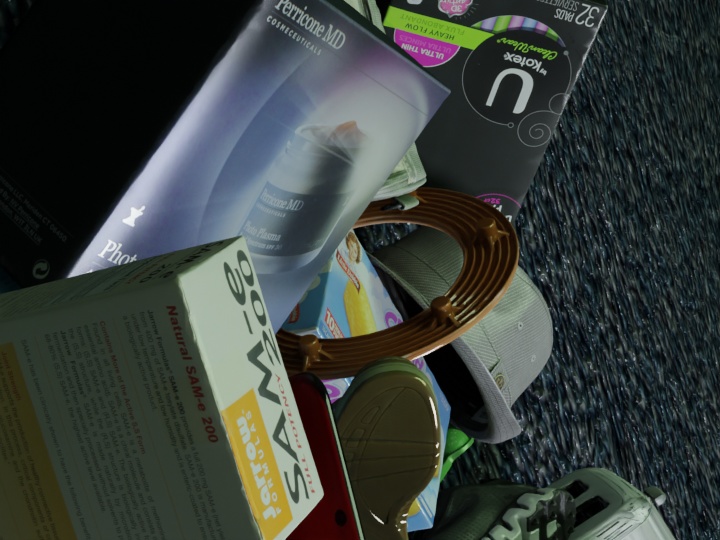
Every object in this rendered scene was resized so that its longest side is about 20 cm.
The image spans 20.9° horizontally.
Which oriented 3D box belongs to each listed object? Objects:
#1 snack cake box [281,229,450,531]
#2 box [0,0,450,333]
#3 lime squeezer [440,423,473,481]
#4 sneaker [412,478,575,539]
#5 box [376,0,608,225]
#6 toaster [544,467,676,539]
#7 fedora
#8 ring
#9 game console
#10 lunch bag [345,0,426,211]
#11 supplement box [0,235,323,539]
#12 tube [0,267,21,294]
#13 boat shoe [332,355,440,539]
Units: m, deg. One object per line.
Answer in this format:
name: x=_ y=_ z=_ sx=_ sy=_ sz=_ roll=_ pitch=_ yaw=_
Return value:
snack cake box: x=-0.009 y=0.073 z=1.328 sx=0.115 sy=0.067 sz=0.201 roll=-77 pitch=147 yaw=-45
box: x=-0.086 y=-0.072 z=1.009 sx=0.123 sy=0.199 sz=0.200 roll=39 pitch=8 yaw=29
lime squeezer: x=0.066 y=0.116 z=1.525 sx=0.071 sy=0.037 sz=0.201 roll=53 pitch=33 yaw=-44
sneaker: x=0.068 y=0.208 z=1.443 sx=0.199 sy=0.090 sz=0.067 roll=-27 pitch=123 yaw=-41
box: x=0.070 y=-0.153 z=1.395 sx=0.125 sy=0.147 sz=0.201 roll=-90 pitch=-162 yaw=-52
toaster: x=0.167 y=0.250 z=1.547 sx=0.130 sy=0.199 sz=0.114 roll=63 pitch=-10 yaw=-22
fedora: x=0.072 y=0.029 z=1.404 sx=0.177 sy=0.090 sz=0.201 roll=30 pitch=-25 yaw=55
ring: x=0.000 y=0.000 z=1.213 sx=0.201 sy=0.199 sz=0.019 roll=-69 pitch=149 yaw=-53
game console: x=-0.016 y=0.165 z=1.085 sx=0.172 sy=0.118 sz=0.202 roll=7 pitch=68 yaw=-68
lunch bag: x=-0.057 y=-0.120 z=1.185 sx=0.139 sy=0.167 sz=0.202 roll=-25 pitch=101 yaw=-67
supplement box: x=-0.131 y=0.072 z=0.862 sx=0.074 sy=0.199 sz=0.127 roll=-40 pitch=115 yaw=-65
tube: x=-0.128 y=0.056 z=0.999 sx=0.200 sy=0.050 sz=0.077 roll=47 pitch=17 yaw=4
boat shoe: x=0.006 y=0.117 z=1.176 sx=0.202 sy=0.073 sz=0.063 roll=92 pitch=-8 yaw=-45
